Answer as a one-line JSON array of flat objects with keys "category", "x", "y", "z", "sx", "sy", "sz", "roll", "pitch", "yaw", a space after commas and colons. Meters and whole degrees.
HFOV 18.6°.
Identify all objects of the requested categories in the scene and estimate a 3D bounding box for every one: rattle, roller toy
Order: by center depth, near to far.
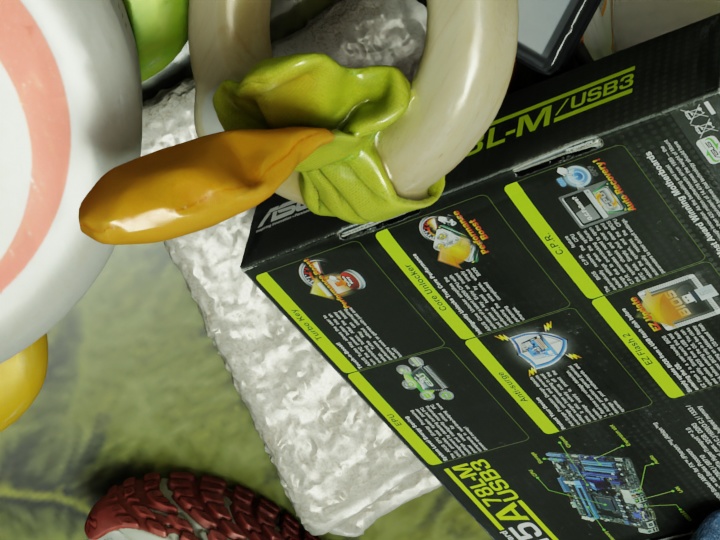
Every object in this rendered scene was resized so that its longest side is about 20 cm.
[{"category": "rattle", "x": -0.024, "y": -0.115, "z": 0.679, "sx": 0.142, "sy": 0.130, "sz": 0.201, "roll": 1, "pitch": 113, "yaw": -37}, {"category": "roller toy", "x": -0.164, "y": -0.055, "z": 0.735, "sx": 0.182, "sy": 0.140, "sz": 0.201, "roll": 24, "pitch": 104, "yaw": -13}]

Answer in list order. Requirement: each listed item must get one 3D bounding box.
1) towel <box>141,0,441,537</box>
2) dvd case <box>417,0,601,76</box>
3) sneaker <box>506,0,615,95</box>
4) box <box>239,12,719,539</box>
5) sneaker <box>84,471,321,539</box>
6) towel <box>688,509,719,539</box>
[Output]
[{"category": "towel", "x": 0.000, "y": 0.000, "z": 0.854, "sx": 0.132, "sy": 0.034, "sz": 0.201, "roll": -27, "pitch": 112, "yaw": -3}, {"category": "dvd case", "x": 0.017, "y": -0.175, "z": 0.744, "sx": 0.200, "sy": 0.018, "sz": 0.143, "roll": 32, "pitch": 102, "yaw": 17}, {"category": "sneaker", "x": 0.072, "y": -0.093, "z": 0.807, "sx": 0.075, "sy": 0.092, "sz": 0.201, "roll": 4, "pitch": 111, "yaw": 26}, {"category": "box", "x": 0.092, "y": 0.019, "z": 0.781, "sx": 0.193, "sy": 0.048, "sz": 0.200, "roll": -19, "pitch": 130, "yaw": 33}, {"category": "sneaker", "x": -0.030, "y": 0.153, "z": 0.877, "sx": 0.200, "sy": 0.078, "sz": 0.082, "roll": 37, "pitch": 99, "yaw": -21}, {"category": "towel", "x": 0.158, "y": 0.167, "z": 0.867, "sx": 0.111, "sy": 0.200, "sz": 0.049, "roll": 35, "pitch": 62, "yaw": 14}]
